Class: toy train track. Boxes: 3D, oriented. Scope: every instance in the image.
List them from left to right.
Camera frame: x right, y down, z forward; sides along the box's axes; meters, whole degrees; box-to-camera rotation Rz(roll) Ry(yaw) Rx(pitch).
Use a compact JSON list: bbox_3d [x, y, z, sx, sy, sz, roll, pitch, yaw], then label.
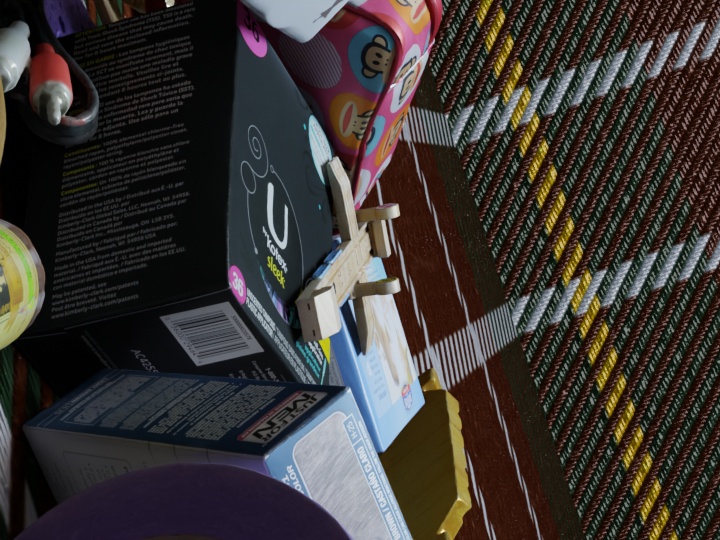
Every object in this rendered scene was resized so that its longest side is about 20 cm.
[{"bbox_3d":[0.000,0.000,1.145,0.200,0.032,0.116,-54,134,-72],"label":"toy train track"}]

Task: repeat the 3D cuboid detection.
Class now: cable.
[{"bbox_3d":[-0.178,-0.136,1.092,0.201,0.096,0.051,-90,-157,-48],"label":"cable"}]

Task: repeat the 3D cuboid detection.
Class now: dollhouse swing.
[{"bbox_3d":[0.053,0.225,1.473,0.176,0.181,0.201,43,22,-24],"label":"dollhouse swing"}]

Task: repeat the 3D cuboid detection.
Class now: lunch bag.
[{"bbox_3d":[-0.054,-0.130,1.240,0.082,0.175,0.201,-55,171,-40],"label":"lunch bag"}]

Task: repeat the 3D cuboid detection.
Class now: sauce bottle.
[{"bbox_3d":[-0.184,0.019,0.830,0.200,0.064,0.065,-55,126,-78],"label":"sauce bottle"}]

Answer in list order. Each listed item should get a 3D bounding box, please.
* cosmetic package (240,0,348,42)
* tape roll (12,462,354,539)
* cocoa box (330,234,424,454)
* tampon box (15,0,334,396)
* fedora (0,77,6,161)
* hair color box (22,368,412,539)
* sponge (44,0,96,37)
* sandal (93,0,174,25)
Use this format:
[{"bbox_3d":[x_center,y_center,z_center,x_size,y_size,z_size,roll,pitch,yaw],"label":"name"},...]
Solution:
[{"bbox_3d":[-0.054,-0.256,1.068,0.200,0.165,0.165,47,7,8],"label":"cosmetic package"},{"bbox_3d":[-0.067,0.182,0.785,0.085,0.198,0.202,58,17,-54],"label":"tape roll"},{"bbox_3d":[-0.047,0.057,1.291,0.200,0.130,0.135,-29,101,-80],"label":"cocoa box"},{"bbox_3d":[-0.096,-0.021,1.113,0.150,0.125,0.202,57,26,-51],"label":"tampon box"},{"bbox_3d":[-0.220,-0.110,0.822,0.202,0.081,0.201,62,11,-21],"label":"fedora"},{"bbox_3d":[-0.068,0.106,0.952,0.060,0.199,0.101,-36,113,-34],"label":"hair color box"},{"bbox_3d":[-0.165,-0.095,1.229,0.112,0.030,0.201,-96,165,-47],"label":"sponge"},{"bbox_3d":[-0.146,-0.201,1.313,0.078,0.069,0.213,62,3,-80],"label":"sandal"}]
